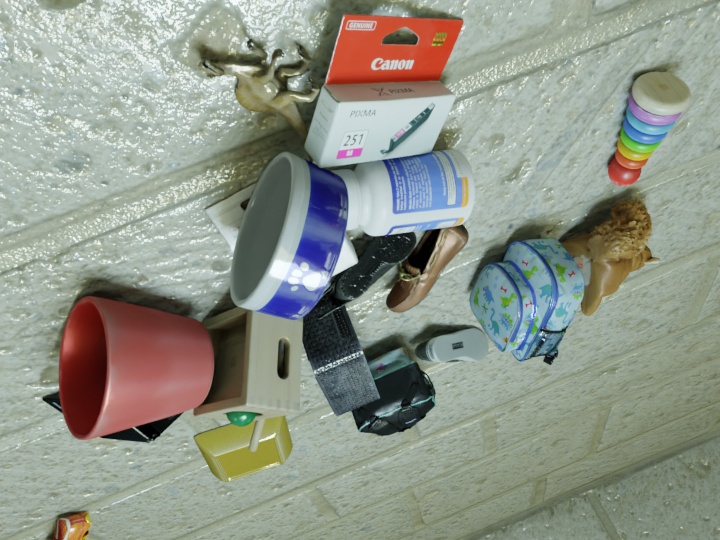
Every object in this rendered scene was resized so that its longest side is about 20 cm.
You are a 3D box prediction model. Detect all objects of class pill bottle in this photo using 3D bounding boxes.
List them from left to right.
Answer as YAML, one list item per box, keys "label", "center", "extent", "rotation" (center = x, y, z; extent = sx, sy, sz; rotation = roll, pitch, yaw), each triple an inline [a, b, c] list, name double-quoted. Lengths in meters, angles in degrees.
- label: "pill bottle"
  center: [0.053, -0.110, 0.866]
  extent: [0.197, 0.113, 0.113]
  rotation: [-8, 139, -19]

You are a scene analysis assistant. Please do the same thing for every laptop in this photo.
- label: "laptop"
  center: [-0.419, 0.227, 1.093]
  extent: [0.200, 0.103, 0.178]
  rotation: [-44, 146, -17]

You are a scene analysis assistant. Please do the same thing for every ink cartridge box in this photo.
- label: "ink cartridge box"
  center: [-0.114, -0.057, 0.910]
  extent: [0.159, 0.050, 0.201]
  rotation: [-27, 123, 4]
- label: "ink cartridge box"
  center: [0.040, -0.220, 0.751]
  extent: [0.198, 0.044, 0.175]
  rotation: [-15, 144, -36]

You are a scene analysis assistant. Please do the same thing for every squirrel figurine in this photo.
- label: "squirrel figurine"
  center: [0.499, -0.037, 1.164]
  extent: [0.184, 0.142, 0.201]
  rotation: [-12, 143, -24]

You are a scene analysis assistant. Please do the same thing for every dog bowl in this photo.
- label: "dog bowl"
  center: [-0.095, -0.042, 0.775]
  extent: [0.078, 0.202, 0.201]
  rotation: [19, 127, -26]

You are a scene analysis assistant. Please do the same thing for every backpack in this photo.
- label: "backpack"
  center: [0.065, 0.258, 1.255]
  extent: [0.174, 0.155, 0.200]
  rotation: [-28, 150, 4]
- label: "backpack"
  center: [0.306, 0.048, 1.121]
  extent: [0.145, 0.184, 0.202]
  rotation: [-3, 132, -25]

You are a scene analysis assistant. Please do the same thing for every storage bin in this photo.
- label: "storage bin"
  center: [-0.040, 0.158, 1.104]
  extent: [0.093, 0.136, 0.201]
  rotation: [-21, 142, -4]

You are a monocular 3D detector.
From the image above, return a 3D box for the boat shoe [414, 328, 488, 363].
- label: "boat shoe"
  center: [0.198, 0.163, 1.298]
  extent: [0.198, 0.072, 0.063]
  rotation: [4, 167, -42]

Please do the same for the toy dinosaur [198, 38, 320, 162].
- label: "toy dinosaur"
  center: [-0.098, -0.215, 0.730]
  extent: [0.100, 0.059, 0.199]
  rotation: [-26, 141, 29]

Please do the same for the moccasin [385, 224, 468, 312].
- label: "moccasin"
  center: [0.101, -0.007, 1.041]
  extent: [0.077, 0.074, 0.202]
  rotation: [18, 129, -29]

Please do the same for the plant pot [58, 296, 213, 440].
- label: "plant pot"
  center: [-0.332, 0.143, 0.912]
  extent: [0.176, 0.202, 0.201]
  rotation: [5, 134, -45]

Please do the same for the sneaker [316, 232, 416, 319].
- label: "sneaker"
  center: [0.002, 0.002, 1.008]
  extent: [0.200, 0.060, 0.104]
  rotation: [-42, -176, -20]

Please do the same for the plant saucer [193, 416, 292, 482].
- label: "plant saucer"
  center: [-0.250, 0.403, 1.350]
  extent: [0.197, 0.049, 0.201]
  rotation: [-16, 141, -11]

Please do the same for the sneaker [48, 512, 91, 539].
- label: "sneaker"
  center: [-0.661, 0.619, 1.371]
  extent: [0.076, 0.074, 0.200]
  rotation: [4, 138, -44]

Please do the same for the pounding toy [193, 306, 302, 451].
- label: "pounding toy"
  center: [-0.174, 0.180, 0.984]
  extent: [0.141, 0.203, 0.183]
  rotation: [19, 152, -40]

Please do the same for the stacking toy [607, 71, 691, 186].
- label: "stacking toy"
  center: [0.453, -0.217, 0.987]
  extent: [0.084, 0.086, 0.201]
  rotation: [-16, 148, -10]
